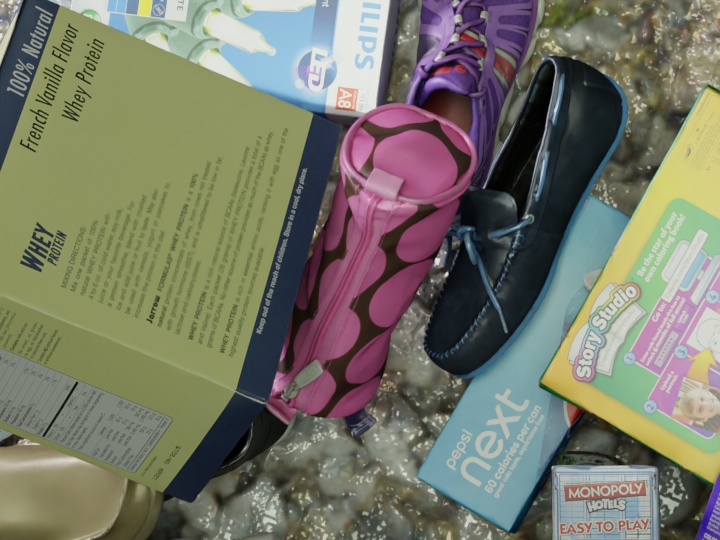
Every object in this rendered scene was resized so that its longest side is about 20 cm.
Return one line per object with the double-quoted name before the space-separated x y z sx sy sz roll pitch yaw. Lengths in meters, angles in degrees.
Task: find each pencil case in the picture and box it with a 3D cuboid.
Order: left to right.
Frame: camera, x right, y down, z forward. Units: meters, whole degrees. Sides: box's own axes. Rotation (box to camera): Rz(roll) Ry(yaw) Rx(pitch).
"pencil case" 0.000 0.000 1.586 0.091 0.094 0.201 37 131 18

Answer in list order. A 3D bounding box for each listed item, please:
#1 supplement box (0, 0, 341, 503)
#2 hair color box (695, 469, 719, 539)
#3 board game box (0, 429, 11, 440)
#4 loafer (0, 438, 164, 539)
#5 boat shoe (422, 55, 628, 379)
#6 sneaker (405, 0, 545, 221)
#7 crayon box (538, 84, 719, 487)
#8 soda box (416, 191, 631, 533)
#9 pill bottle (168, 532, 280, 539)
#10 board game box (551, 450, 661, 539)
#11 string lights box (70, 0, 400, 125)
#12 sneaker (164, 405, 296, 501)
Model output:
"supplement box" -0.142 -0.012 1.531 0.199 0.134 0.201 22 54 -11
"hair color box" 0.251 0.116 1.498 0.065 0.109 0.201 27 106 37
"board game box" -0.230 -0.006 1.662 0.199 0.043 0.200 -28 103 2
"loafer" -0.197 0.138 1.604 0.199 0.067 0.077 -16 71 39
"boat shoe" 0.082 -0.037 1.609 0.068 0.084 0.201 31 79 -36
"sneaker" 0.067 -0.130 1.655 0.080 0.083 0.201 7 84 7
"crayon box" 0.202 0.009 1.561 0.118 0.058 0.201 30 95 9
"soda box" 0.114 0.057 1.639 0.068 0.064 0.201 30 88 8
"pill bottle" -0.137 0.224 1.621 0.199 0.113 0.114 -14 82 5
"board game box" 0.140 0.184 1.522 0.061 0.200 0.201 0 108 6
"string lights box" -0.078 -0.152 1.683 0.199 0.059 0.103 7 87 7
"sneaker" -0.138 0.113 1.641 0.199 0.099 0.071 -25 84 4
